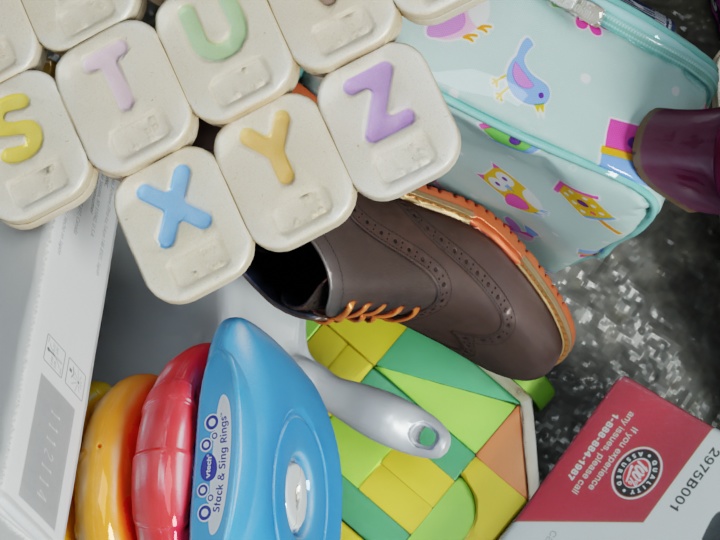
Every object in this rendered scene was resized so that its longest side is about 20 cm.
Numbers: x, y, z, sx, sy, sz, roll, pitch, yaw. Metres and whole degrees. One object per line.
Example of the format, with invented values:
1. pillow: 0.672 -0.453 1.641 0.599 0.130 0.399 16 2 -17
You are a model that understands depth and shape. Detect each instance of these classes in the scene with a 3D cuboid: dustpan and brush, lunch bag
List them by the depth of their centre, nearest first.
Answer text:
1. lunch bag: 0.044 -0.072 0.830 0.160 0.200 0.078 29 79 -4
2. dustpan and brush: -0.053 0.032 0.852 0.199 0.057 0.141 22 88 35

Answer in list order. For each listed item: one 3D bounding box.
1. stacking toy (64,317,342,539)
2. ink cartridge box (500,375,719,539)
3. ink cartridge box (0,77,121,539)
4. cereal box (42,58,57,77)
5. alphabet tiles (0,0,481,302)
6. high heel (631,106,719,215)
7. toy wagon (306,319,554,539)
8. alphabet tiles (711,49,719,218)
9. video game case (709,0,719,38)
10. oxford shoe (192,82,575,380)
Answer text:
1. stacking toy: -0.115 0.085 0.779 0.198 0.110 0.117 -3 70 18
2. ink cartridge box: 0.147 0.155 0.805 0.199 0.083 0.146 30 76 34
3. ink cartridge box: -0.179 0.032 0.776 0.175 0.045 0.201 -16 45 21
4. cereal box: -0.193 0.012 0.879 0.143 0.039 0.202 1 77 26
5. alphabet tiles: -0.056 -0.099 0.733 0.199 0.015 0.197 -26 75 7
6. high heel: 0.194 -0.013 0.755 0.199 0.096 0.068 15 87 -36
7. toy wagon: -0.021 0.062 0.892 0.200 0.040 0.155 40 81 9
8. alphabet tiles: 0.250 -0.054 0.893 0.198 0.015 0.198 -4 94 -3
9. video game case: 0.237 -0.162 0.935 0.180 0.036 0.202 -13 78 -2
10. oxford shoe: 0.000 0.000 0.821 0.199 0.071 0.073 32 53 -22
